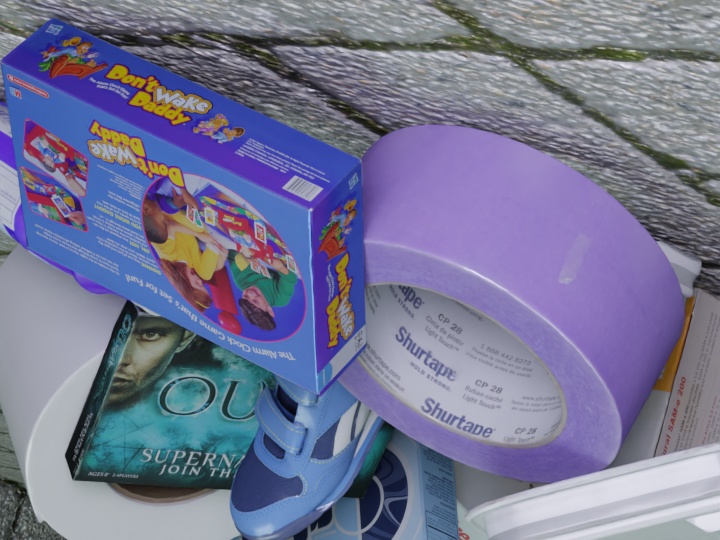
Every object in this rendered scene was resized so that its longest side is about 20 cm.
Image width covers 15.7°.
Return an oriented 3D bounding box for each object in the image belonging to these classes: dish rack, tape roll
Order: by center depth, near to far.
[{"bbox_3d":[0.067,0.020,1.396,0.199,0.085,0.200,25,152,14],"label":"tape roll"},{"bbox_3d":[0.156,0.146,1.464,0.171,0.044,0.200,-16,165,8],"label":"dish rack"},{"bbox_3d":[-0.132,0.065,1.667,0.202,0.203,0.139,24,-153,-36],"label":"tape roll"}]

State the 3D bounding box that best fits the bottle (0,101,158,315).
[{"bbox_3d":[-0.174,-0.037,1.528,0.200,0.066,0.083,32,-174,35],"label":"bottle"}]

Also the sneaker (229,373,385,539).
[{"bbox_3d":[-0.025,0.068,1.531,0.082,0.200,0.074,28,-171,-40],"label":"sneaker"}]

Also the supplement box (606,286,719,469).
[{"bbox_3d":[0.225,0.098,1.629,0.073,0.127,0.200,6,165,46],"label":"supplement box"}]

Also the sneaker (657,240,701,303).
[{"bbox_3d":[0.106,0.020,1.521,0.075,0.082,0.200,23,166,-35],"label":"sneaker"}]

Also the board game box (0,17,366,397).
[{"bbox_3d":[-0.091,-0.033,1.354,0.199,0.045,0.135,26,141,24],"label":"board game box"}]

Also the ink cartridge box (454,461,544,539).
[{"bbox_3d":[0.020,0.171,1.810,0.199,0.083,0.147,-20,132,34],"label":"ink cartridge box"}]

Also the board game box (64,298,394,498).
[{"bbox_3d":[-0.067,0.077,1.590,0.199,0.136,0.028,5,-144,-27],"label":"board game box"}]

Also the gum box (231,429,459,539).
[{"bbox_3d":[-0.015,0.168,1.700,0.169,0.201,0.044,-23,146,31],"label":"gum box"}]
